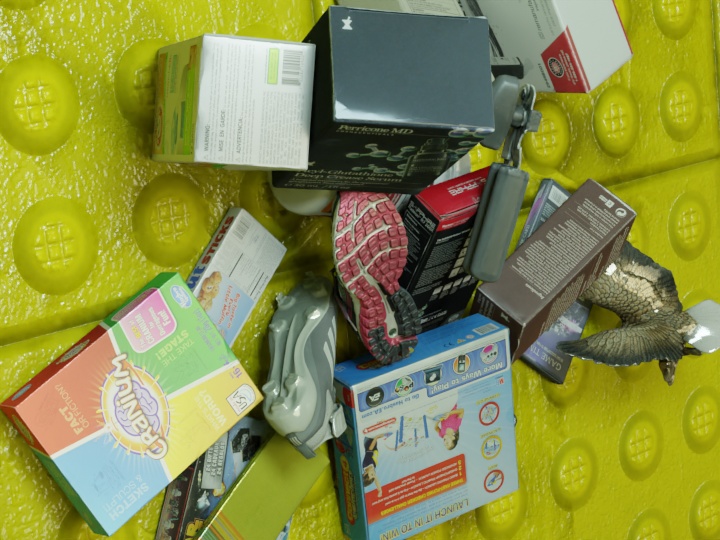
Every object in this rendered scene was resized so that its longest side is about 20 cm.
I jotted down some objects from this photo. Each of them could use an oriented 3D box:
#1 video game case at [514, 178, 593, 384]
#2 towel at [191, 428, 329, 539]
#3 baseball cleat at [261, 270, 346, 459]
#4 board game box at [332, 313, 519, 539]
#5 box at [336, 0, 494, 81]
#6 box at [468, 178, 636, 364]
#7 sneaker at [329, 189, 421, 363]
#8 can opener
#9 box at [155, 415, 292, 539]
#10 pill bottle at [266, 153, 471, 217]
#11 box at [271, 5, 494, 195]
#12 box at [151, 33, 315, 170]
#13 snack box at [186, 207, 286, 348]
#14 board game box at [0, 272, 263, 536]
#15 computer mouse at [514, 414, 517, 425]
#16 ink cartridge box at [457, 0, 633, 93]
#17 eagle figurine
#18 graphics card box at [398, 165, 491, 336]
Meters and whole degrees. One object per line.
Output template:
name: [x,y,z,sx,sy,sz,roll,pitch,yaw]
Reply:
video game case: [0.225,0.014,1.960,0.143,0.019,0.200,35,72,-38]
towel: [-0.106,0.237,1.633,0.200,0.018,0.086,-54,131,-26]
baseball cleat: [-0.051,0.099,1.659,0.107,0.070,0.200,58,32,-35]
board game box: [0.068,0.169,1.764,0.200,0.056,0.196,-18,116,-28]
box: [0.060,-0.220,1.683,0.095,0.078,0.200,2,56,-42]
box: [0.210,0.001,1.857,0.200,0.075,0.100,-44,163,-25]
sneaker: [0.000,0.000,1.647,0.081,0.075,0.200,-27,129,-22]
can opener: [0.132,-0.089,1.633,0.066,0.053,0.200,10,98,-11]
box: [-0.130,0.242,1.647,0.137,0.040,0.200,20,80,-42]
pill bottle: [0.013,-0.107,1.695,0.200,0.113,0.113,3,92,-43]
box: [0.015,-0.147,1.501,0.148,0.200,0.107,2,75,-18]
box: [-0.118,-0.147,1.504,0.101,0.200,0.113,3,93,-18]
snack box: [-0.145,0.040,1.626,0.072,0.024,0.200,44,66,-35]
board game box: [-0.206,0.121,1.539,0.200,0.040,0.153,-42,110,-25]
computer mouse: [0.087,0.142,1.830,0.110,0.044,0.200,-47,125,-11]
ink cartridge box: [0.168,-0.268,1.763,0.084,0.200,0.145,-39,118,-28]
eagle figurine: [0.318,0.061,1.955,0.200,0.152,0.151,32,93,-44]
graphics card box: [0.080,-0.012,1.733,0.125,0.051,0.200,-22,146,-39]
